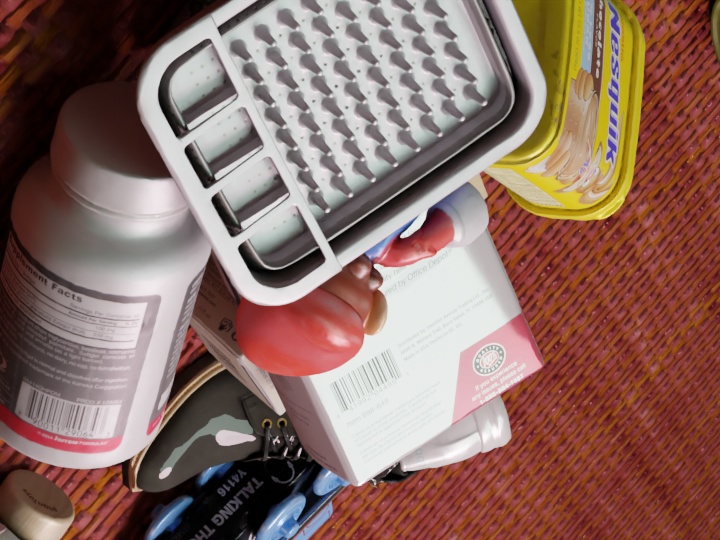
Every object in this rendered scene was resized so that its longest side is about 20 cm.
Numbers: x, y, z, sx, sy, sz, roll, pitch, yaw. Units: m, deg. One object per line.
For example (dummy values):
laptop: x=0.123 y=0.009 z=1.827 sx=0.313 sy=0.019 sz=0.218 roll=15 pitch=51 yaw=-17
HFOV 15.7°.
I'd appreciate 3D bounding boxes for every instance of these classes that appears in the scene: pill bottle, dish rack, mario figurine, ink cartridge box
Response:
pill bottle: x=-0.141 y=0.001 z=1.412 sx=0.110 sy=0.111 sz=0.201 roll=-25 pitch=146 yaw=-42
dish rack: x=-0.013 y=-0.095 z=1.340 sx=0.199 sy=0.044 sz=0.172 roll=-34 pitch=125 yaw=-8
mario figurine: x=-0.008 y=-0.035 z=1.445 sx=0.201 sy=0.123 sz=0.106 roll=-59 pitch=156 yaw=2
ink cartridge box: x=0.000 y=0.000 z=1.540 sx=0.145 sy=0.085 sz=0.201 roll=-31 pitch=115 yaw=-16

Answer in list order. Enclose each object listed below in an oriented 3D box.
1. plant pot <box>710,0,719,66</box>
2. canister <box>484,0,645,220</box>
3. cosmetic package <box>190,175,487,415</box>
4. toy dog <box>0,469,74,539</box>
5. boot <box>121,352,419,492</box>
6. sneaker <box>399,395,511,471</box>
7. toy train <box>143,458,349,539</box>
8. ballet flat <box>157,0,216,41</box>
plant pot: x=0.366 y=-0.197 z=1.939 sx=0.199 sy=0.188 sz=0.188 roll=-22 pitch=146 yaw=-20
canister: x=0.115 y=-0.118 z=1.623 sx=0.200 sy=0.086 sz=0.150 roll=22 pitch=73 yaw=-71
cosmetic package: x=-0.017 y=-0.017 z=1.639 sx=0.200 sy=0.071 sz=0.105 roll=-47 pitch=154 yaw=-7
toy dog: x=-0.234 y=0.186 z=1.527 sx=0.199 sy=0.096 sz=0.133 roll=-21 pitch=142 yaw=-46
boot: x=-0.043 y=0.109 z=1.691 sx=0.200 sy=0.138 sz=0.078 roll=-35 pitch=151 yaw=-27
sneaker: x=0.018 y=0.054 z=1.679 sx=0.088 sy=0.200 sz=0.076 roll=-24 pitch=131 yaw=-9
toy train: x=-0.073 y=0.164 z=1.788 sx=0.200 sy=0.087 sz=0.114 roll=-45 pitch=164 yaw=-17
ballet flat: x=-0.032 y=-0.136 z=1.451 sx=0.200 sy=0.072 sz=0.072 roll=-18 pitch=140 yaw=-48
